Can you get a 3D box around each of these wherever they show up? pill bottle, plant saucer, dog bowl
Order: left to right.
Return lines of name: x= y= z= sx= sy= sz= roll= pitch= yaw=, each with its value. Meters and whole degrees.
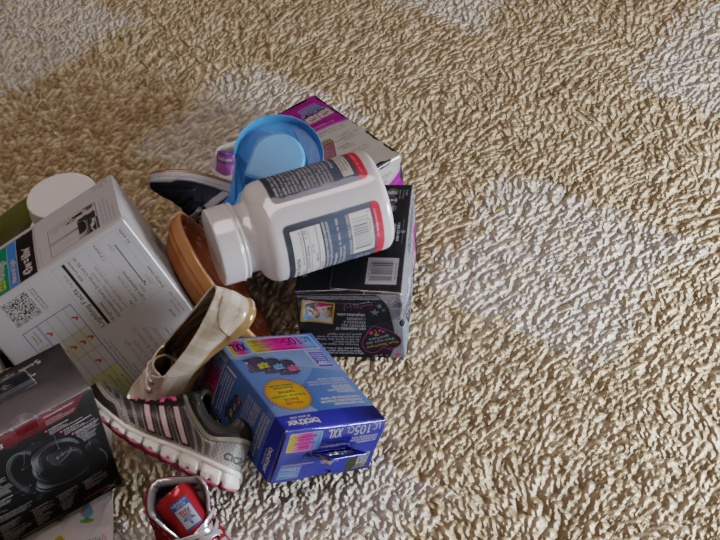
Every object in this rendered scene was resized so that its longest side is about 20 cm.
plant saucer: x=-0.414 y=-0.047 z=1.747 sx=0.200 sy=0.200 sz=0.031 roll=-35 pitch=80 yaw=-26
pill bottle: x=-0.341 y=-0.016 z=1.671 sx=0.112 sy=0.200 sz=0.112 roll=-5 pitch=42 yaw=4
plant saucer: x=-0.169 y=0.023 z=1.618 sx=0.037 sy=0.200 sz=0.200 roll=-34 pitch=44 yaw=5
dog bowl: x=-0.113 y=-0.092 z=1.678 sx=0.111 sy=0.050 sz=0.200 roll=14 pitch=73 yaw=3
pill bottle: x=-0.073 y=-0.055 z=1.560 sx=0.200 sy=0.120 sz=0.120 roll=-17 pitch=43 yaw=-13

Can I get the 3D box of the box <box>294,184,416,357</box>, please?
box: x=0.000 y=0.000 z=1.667 sx=0.132 sy=0.115 sz=0.200 roll=1 pitch=44 yaw=6

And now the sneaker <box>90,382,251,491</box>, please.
sneaker: x=-0.199 y=0.158 z=1.456 sx=0.200 sy=0.074 sz=0.088 roll=25 pitch=75 yaw=16

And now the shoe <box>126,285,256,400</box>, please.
shoe: x=-0.199 y=0.091 z=1.502 sx=0.200 sy=0.053 sz=0.070 roll=-45 pitch=41 yaw=16

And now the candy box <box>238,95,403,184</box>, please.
candy box: x=-0.055 y=-0.150 z=1.877 sx=0.136 sy=0.061 sz=0.200 roll=-31 pitch=47 yaw=-23

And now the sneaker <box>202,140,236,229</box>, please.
sneaker: x=-0.189 y=-0.095 z=1.800 sx=0.073 sy=0.114 sz=0.201 roll=11 pitch=47 yaw=17

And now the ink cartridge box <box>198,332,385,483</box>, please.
ink cartridge box: x=-0.068 y=0.157 z=1.502 sx=0.136 sy=0.076 sz=0.200 roll=-3 pitch=36 yaw=-37

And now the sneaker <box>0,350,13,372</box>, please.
sneaker: x=-0.425 y=0.089 z=1.655 sx=0.074 sy=0.087 sz=0.200 roll=-35 pitch=47 yaw=-16

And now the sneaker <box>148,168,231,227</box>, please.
sneaker: x=-0.178 y=-0.056 z=1.726 sx=0.200 sy=0.070 sz=0.109 roll=15 pitch=79 yaw=-21

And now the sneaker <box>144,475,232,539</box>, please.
sneaker: x=-0.148 y=0.283 z=1.383 sx=0.200 sy=0.113 sz=0.071 roll=30 pitch=55 yaw=34

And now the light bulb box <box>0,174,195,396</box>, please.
light bulb box: x=-0.306 y=0.038 z=1.562 sx=0.200 sy=0.198 sz=0.125 roll=-32 pitch=31 yaw=2

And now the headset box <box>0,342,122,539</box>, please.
headset box: x=-0.340 y=0.177 z=1.396 sx=0.149 sy=0.200 sz=0.077 roll=-29 pitch=53 yaw=-19

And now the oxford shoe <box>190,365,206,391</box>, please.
oxford shoe: x=-0.180 y=0.140 z=1.577 sx=0.073 sy=0.071 sz=0.200 roll=-2 pitch=42 yaw=0

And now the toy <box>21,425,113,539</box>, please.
toy: x=-0.325 y=0.253 z=1.493 sx=0.115 sy=0.047 sz=0.200 roll=-6 pitch=47 yaw=-3
